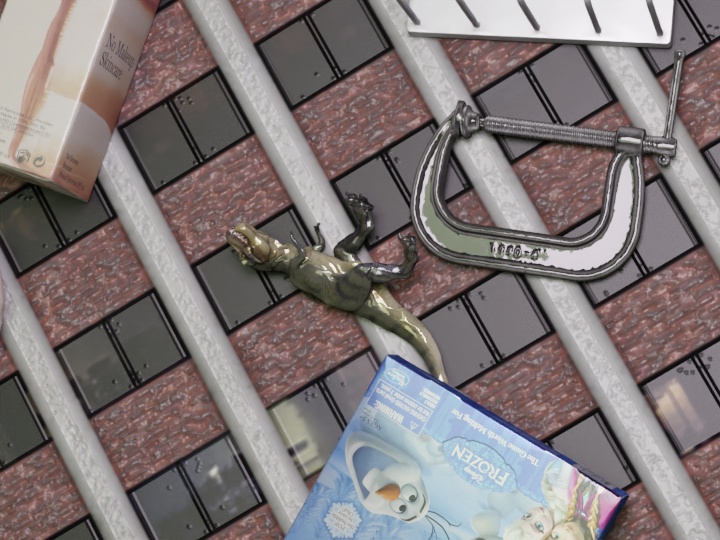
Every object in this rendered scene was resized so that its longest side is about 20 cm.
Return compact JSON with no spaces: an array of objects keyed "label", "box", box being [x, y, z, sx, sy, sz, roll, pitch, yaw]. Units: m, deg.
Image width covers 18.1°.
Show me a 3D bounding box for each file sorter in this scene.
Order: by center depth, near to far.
[{"label":"file sorter","box":[0.128,-0.248,1.635,0.199,0.125,0.140,4,83,12]}]

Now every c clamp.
[{"label":"c clamp","box":[0.136,-0.079,1.661,0.199,0.027,0.172,2,87,11]}]

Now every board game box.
[{"label":"board game box","box":[0.057,0.196,1.613,0.199,0.043,0.200,30,95,14]}]

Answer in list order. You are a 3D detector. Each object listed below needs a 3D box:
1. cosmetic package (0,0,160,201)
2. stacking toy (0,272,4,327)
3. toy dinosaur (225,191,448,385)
[{"label":"cosmetic package","box":[-0.223,-0.165,1.709,0.087,0.103,0.201,18,87,12]},{"label":"stacking toy","box":[-0.385,0.020,1.721,0.199,0.146,0.147,11,83,32]},{"label":"toy dinosaur","box":[0.000,0.000,1.665,0.199,0.047,0.088,32,107,12]}]
